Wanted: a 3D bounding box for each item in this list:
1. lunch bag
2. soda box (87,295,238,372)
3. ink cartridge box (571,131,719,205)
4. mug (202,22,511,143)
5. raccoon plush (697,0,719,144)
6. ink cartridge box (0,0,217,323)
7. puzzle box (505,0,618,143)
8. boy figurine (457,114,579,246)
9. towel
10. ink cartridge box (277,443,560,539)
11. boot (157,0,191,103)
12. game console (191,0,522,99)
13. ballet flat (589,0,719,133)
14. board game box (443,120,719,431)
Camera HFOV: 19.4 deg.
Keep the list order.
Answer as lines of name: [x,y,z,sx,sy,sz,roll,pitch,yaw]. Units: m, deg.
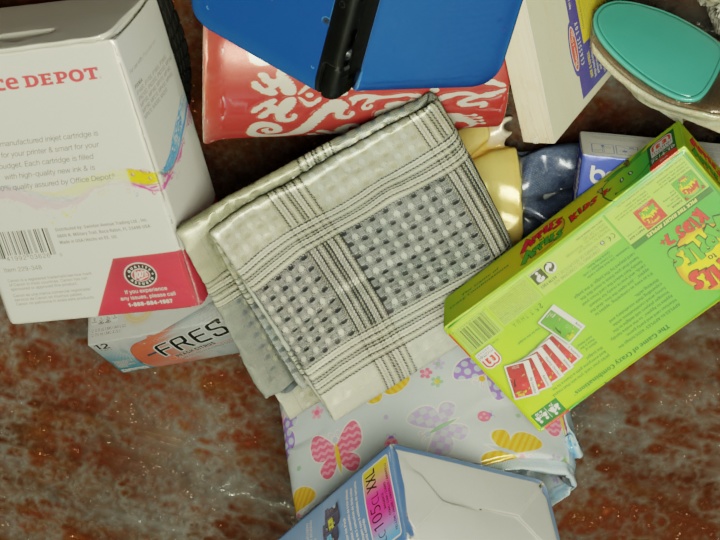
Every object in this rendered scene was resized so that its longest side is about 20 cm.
lunch bag: [0.052,0.107,1.497,0.199,0.170,0.127,-19,148,12]
soda box: [-0.093,0.018,1.491,0.199,0.069,0.064,-11,155,16]
ink cartridge box: [0.240,-0.034,1.402,0.199,0.044,0.094,5,116,1]
mug: [-0.004,-0.167,1.377,0.199,0.134,0.178,1,122,-4]
raccoon plush: [0.244,-0.135,1.418,0.134,0.097,0.200,33,115,-8]
ink cartridge box: [-0.185,-0.073,1.391,0.147,0.086,0.201,-4,118,19]
puzzle box: [0.123,-0.199,1.356,0.025,0.133,0.201,4,124,31]
boy figurine: [0.084,-0.044,1.471,0.199,0.064,0.125,-7,98,11]
towel: [0.000,0.000,1.394,0.199,0.035,0.193,-28,128,1]
ink cartridge box: [0.021,0.207,1.417,0.136,0.077,0.200,17,136,-32]
boot: [-0.182,-0.103,1.453,0.131,0.070,0.201,-2,115,9]
game console: [0.010,-0.215,1.266,0.170,0.118,0.201,31,127,20]
ballet flat: [0.232,-0.109,1.365,0.200,0.068,0.062,28,152,17]
board game box: [0.162,0.005,1.374,0.200,0.048,0.102,-38,108,19]
